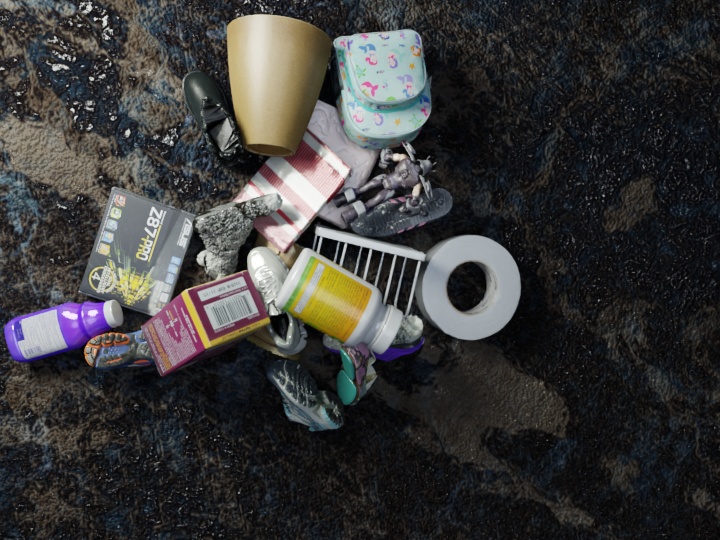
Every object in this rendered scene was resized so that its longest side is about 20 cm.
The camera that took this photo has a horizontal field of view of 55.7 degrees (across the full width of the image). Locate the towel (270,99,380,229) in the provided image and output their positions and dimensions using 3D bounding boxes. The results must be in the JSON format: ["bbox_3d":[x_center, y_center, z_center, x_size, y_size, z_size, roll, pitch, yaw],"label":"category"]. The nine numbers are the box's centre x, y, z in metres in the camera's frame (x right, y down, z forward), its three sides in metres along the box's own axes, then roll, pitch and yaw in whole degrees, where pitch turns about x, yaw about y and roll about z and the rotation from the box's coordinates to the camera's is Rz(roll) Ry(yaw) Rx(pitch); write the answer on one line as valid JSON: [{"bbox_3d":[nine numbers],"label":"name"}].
[{"bbox_3d":[-0.072,-0.208,1.293,0.189,0.032,0.202,25,89,-8],"label":"towel"}]

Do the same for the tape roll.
[{"bbox_3d":[0.209,0.032,1.330,0.197,0.066,0.204,0,92,-9],"label":"tape roll"}]

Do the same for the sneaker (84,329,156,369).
[{"bbox_3d":[-0.399,0.142,1.247,0.197,0.078,0.076,0,75,-24],"label":"sneaker"}]

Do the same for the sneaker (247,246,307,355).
[{"bbox_3d":[-0.150,0.049,1.197,0.074,0.081,0.202,-23,79,4],"label":"sneaker"}]

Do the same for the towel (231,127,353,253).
[{"bbox_3d":[-0.124,-0.150,1.240,0.144,0.023,0.200,43,95,13],"label":"towel"}]

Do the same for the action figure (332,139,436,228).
[{"bbox_3d":[0.047,-0.154,1.238,0.198,0.069,0.131,-26,73,3],"label":"action figure"}]

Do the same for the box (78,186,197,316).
[{"bbox_3d":[-0.403,-0.031,1.245,0.159,0.049,0.203,20,90,-12],"label":"box"}]

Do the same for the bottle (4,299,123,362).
[{"bbox_3d":[-0.523,0.101,1.210,0.197,0.065,0.085,-17,94,4],"label":"bottle"}]

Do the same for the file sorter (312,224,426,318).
[{"bbox_3d":[0.000,0.000,1.262,0.197,0.139,0.126,14,94,-9],"label":"file sorter"}]

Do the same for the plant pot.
[{"bbox_3d":[-0.150,-0.309,1.187,0.184,0.186,0.203,6,86,-8],"label":"plant pot"}]

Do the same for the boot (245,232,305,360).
[{"bbox_3d":[-0.152,0.044,1.264,0.173,0.066,0.202,26,89,6],"label":"boot"}]

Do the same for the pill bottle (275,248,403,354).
[{"bbox_3d":[-0.033,0.058,1.142,0.198,0.111,0.112,30,89,-8],"label":"pill bottle"}]

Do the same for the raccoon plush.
[{"bbox_3d":[-0.215,-0.048,1.212,0.198,0.097,0.136,-8,108,34],"label":"raccoon plush"}]

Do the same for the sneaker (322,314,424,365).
[{"bbox_3d":[0.028,0.146,1.306,0.197,0.070,0.100,-4,138,12],"label":"sneaker"}]

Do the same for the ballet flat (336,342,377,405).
[{"bbox_3d":[-0.003,0.184,1.259,0.071,0.201,0.069,-27,58,-22],"label":"ballet flat"}]

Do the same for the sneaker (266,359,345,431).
[{"bbox_3d":[-0.116,0.243,1.260,0.086,0.078,0.200,-26,126,24],"label":"sneaker"}]

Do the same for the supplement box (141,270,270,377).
[{"bbox_3d":[-0.269,0.093,1.173,0.130,0.199,0.104,-22,83,-45],"label":"supplement box"}]

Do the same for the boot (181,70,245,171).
[{"bbox_3d":[-0.260,-0.270,1.196,0.073,0.162,0.201,-23,96,-7],"label":"boot"}]

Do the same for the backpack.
[{"bbox_3d":[0.041,-0.328,1.234,0.175,0.151,0.203,-7,87,-10],"label":"backpack"}]

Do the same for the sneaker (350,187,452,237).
[{"bbox_3d":[0.080,-0.106,1.302,0.197,0.082,0.071,-10,90,9],"label":"sneaker"}]
